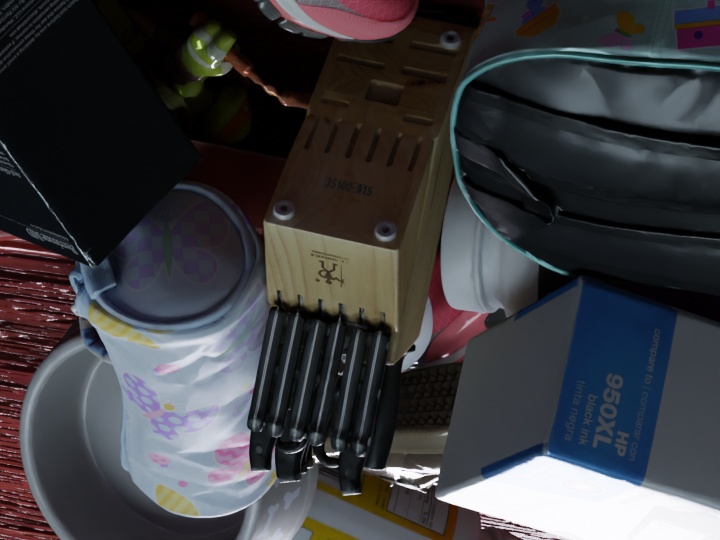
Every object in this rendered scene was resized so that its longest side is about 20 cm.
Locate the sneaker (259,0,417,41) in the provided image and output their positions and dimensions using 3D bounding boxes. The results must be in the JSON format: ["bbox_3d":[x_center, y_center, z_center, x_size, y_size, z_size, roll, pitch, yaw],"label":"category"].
[{"bbox_3d":[-0.016,-0.163,0.888,0.086,0.074,0.200,-4,144,33],"label":"sneaker"}]

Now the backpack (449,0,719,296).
[{"bbox_3d":[0.140,-0.073,0.888,0.198,0.154,0.176,0,148,15],"label":"backpack"}]

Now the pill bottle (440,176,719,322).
[{"bbox_3d":[0.144,-0.007,1.046,0.198,0.113,0.113,7,150,18],"label":"pill bottle"}]

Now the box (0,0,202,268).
[{"bbox_3d":[-0.183,-0.093,0.999,0.199,0.079,0.142,20,148,50],"label":"box"}]

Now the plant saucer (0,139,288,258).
[{"bbox_3d":[-0.104,-0.030,1.139,0.199,0.037,0.199,-6,172,36],"label":"plant saucer"}]

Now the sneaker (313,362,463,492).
[{"bbox_3d":[0.010,0.094,1.194,0.199,0.071,0.076,1,139,44],"label":"sneaker"}]

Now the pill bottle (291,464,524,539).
[{"bbox_3d":[0.011,0.181,1.459,0.199,0.112,0.111,25,151,-13],"label":"pill bottle"}]

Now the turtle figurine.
[{"bbox_3d":[-0.110,-0.105,1.048,0.161,0.065,0.200,38,175,-11],"label":"turtle figurine"}]

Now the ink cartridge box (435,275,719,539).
[{"bbox_3d":[0.154,0.084,0.989,0.199,0.085,0.145,18,162,-13],"label":"ink cartridge box"}]

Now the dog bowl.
[{"bbox_3d":[-0.127,0.112,1.364,0.199,0.059,0.202,9,112,24],"label":"dog bowl"}]

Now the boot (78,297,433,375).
[{"bbox_3d":[-0.061,0.032,1.162,0.199,0.074,0.095,-4,-174,44],"label":"boot"}]

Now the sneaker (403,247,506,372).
[{"bbox_3d":[0.000,0.015,1.212,0.199,0.074,0.087,-12,138,44],"label":"sneaker"}]

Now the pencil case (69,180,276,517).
[{"bbox_3d":[-0.083,0.044,1.056,0.083,0.090,0.200,54,164,29],"label":"pencil case"}]

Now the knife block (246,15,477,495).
[{"bbox_3d":[0.000,0.000,1.032,0.063,0.201,0.176,13,145,9],"label":"knife block"}]
